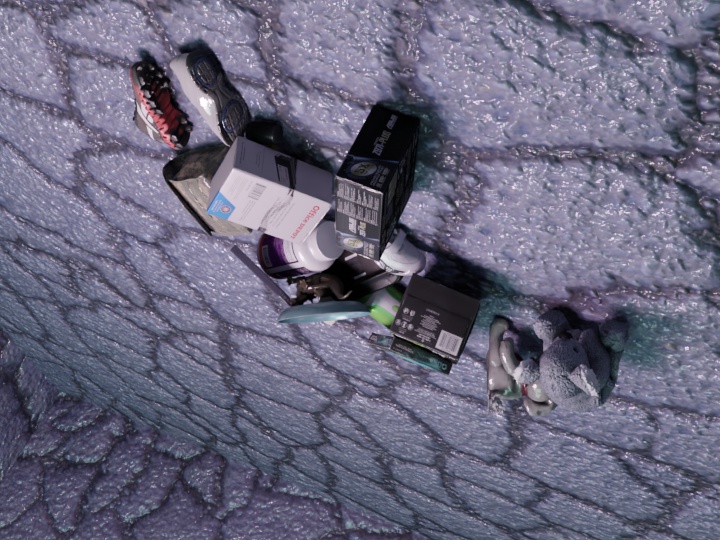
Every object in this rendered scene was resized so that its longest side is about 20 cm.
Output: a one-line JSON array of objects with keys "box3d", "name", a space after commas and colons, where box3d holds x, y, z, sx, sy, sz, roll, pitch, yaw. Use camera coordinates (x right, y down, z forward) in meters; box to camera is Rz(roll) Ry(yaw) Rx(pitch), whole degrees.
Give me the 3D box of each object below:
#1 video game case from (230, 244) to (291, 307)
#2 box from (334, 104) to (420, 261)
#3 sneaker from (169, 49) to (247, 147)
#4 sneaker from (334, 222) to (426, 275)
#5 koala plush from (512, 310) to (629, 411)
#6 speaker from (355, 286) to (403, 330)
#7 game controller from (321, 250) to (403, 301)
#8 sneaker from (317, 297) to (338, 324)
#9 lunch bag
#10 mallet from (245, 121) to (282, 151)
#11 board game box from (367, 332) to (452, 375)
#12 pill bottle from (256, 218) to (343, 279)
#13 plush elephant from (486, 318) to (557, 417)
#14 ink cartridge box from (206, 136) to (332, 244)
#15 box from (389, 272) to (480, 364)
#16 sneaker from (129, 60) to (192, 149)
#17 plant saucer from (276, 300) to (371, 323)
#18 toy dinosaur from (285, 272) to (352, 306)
[{"box3d": [-0.200, 0.020, 1.750, 0.143, 0.019, 0.200, 43, 174, 11], "name": "video game case"}, {"box3d": [0.027, -0.143, 1.386, 0.085, 0.165, 0.201, 20, 151, 11], "name": "box"}, {"box3d": [-0.269, -0.311, 1.486, 0.086, 0.075, 0.201, 18, 145, 41], "name": "sneaker"}, {"box3d": [0.046, -0.068, 1.580, 0.198, 0.076, 0.115, 31, 154, 1], "name": "sneaker"}, {"box3d": [0.380, 0.180, 1.504, 0.175, 0.187, 0.199, 8, -174, 28], "name": "koala plush"}, {"box3d": [0.081, 0.092, 1.800, 0.199, 0.089, 0.088, 37, 150, -16], "name": "speaker"}, {"box3d": [0.000, 0.000, 1.707, 0.198, 0.042, 0.106, -23, 86, 39], "name": "game controller"}, {"box3d": [-0.038, 0.024, 1.817, 0.075, 0.084, 0.201, 35, 128, 11], "name": "sneaker"}, {"box3d": [-0.308, -0.159, 1.697, 0.198, 0.118, 0.165, 0, 136, 45], "name": "lunch bag"}, {"box3d": [-0.145, -0.208, 1.568, 0.065, 0.042, 0.201, 5, 148, 31], "name": "mallet"}, {"box3d": [0.098, 0.170, 1.704, 0.134, 0.029, 0.200, 24, 174, -10], "name": "board game box"}, {"box3d": [-0.122, -0.048, 1.718, 0.198, 0.113, 0.112, -11, 134, 49], "name": "pill bottle"}, {"box3d": [0.340, 0.214, 1.711, 0.152, 0.202, 0.166, 2, 140, 6], "name": "plush elephant"}, {"box3d": [-0.169, -0.145, 1.547, 0.197, 0.085, 0.145, 19, 141, -23], "name": "ink cartridge box"}, {"box3d": [0.150, 0.101, 1.649, 0.147, 0.126, 0.200, 22, 174, 8], "name": "box"}, {"box3d": [-0.400, -0.313, 1.573, 0.096, 0.072, 0.201, 11, 149, 23], "name": "sneaker"}, {"box3d": [-0.077, 0.086, 1.718, 0.196, 0.028, 0.200, -5, 172, -1], "name": "plant saucer"}, {"box3d": [-0.086, 0.031, 1.700, 0.198, 0.102, 0.078, -17, 94, 42], "name": "toy dinosaur"}]
